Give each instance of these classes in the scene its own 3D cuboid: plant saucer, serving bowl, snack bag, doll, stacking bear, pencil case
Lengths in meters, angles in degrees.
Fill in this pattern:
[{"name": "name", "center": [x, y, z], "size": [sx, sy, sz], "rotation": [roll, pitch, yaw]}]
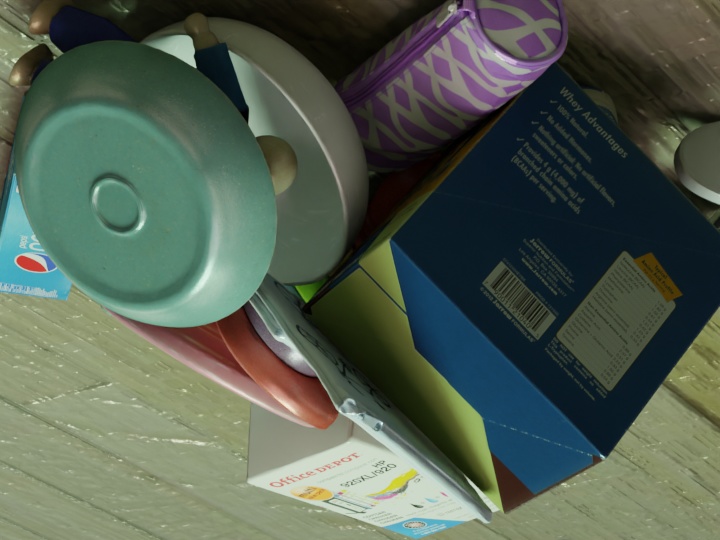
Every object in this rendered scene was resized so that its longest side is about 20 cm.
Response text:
[{"name": "plant saucer", "center": [-0.109, 0.053, 1.776], "size": [0.200, 0.051, 0.201], "rotation": [31, 180, 0]}, {"name": "serving bowl", "center": [-0.068, -0.090, 1.528], "size": [0.200, 0.066, 0.201], "rotation": [28, 141, 26]}, {"name": "snack bag", "center": [-0.003, 0.079, 1.502], "size": [0.021, 0.200, 0.189], "rotation": [-44, 133, 4]}, {"name": "plant saucer", "center": [-0.148, -0.047, 1.449], "size": [0.199, 0.036, 0.201], "rotation": [13, 121, 24]}, {"name": "doll", "center": [-0.128, -0.108, 1.461], "size": [0.200, 0.048, 0.137], "rotation": [31, 114, 13]}, {"name": "stacking bear", "center": [0.000, 0.000, 1.643], "size": [0.200, 0.122, 0.114], "rotation": [-41, 132, 19]}, {"name": "pencil case", "center": [0.054, -0.132, 1.484], "size": [0.085, 0.084, 0.200], "rotation": [-1, 159, -31]}]

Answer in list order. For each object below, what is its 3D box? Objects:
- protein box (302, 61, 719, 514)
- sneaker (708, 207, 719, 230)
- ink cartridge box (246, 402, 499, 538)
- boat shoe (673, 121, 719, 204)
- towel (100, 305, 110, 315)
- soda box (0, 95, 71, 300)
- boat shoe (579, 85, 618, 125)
[{"name": "protein box", "center": [0.111, 0.011, 1.501], "size": [0.199, 0.200, 0.135], "rotation": [45, 146, -4]}, {"name": "sneaker", "center": [0.247, 0.006, 1.709], "size": [0.199, 0.078, 0.080], "rotation": [-24, 173, -19]}, {"name": "ink cartridge box", "center": [0.023, 0.126, 1.946], "size": [0.200, 0.145, 0.147], "rotation": [22, 148, -35]}, {"name": "boat shoe", "center": [0.314, -0.062, 1.644], "size": [0.199, 0.072, 0.068], "rotation": [2, 154, -18]}, {"name": "towel", "center": [-0.109, 0.008, 1.855], "size": [0.146, 0.022, 0.200], "rotation": [16, 150, -29]}, {"name": "soda box", "center": [-0.235, -0.051, 1.685], "size": [0.064, 0.068, 0.200], "rotation": [8, 153, -12]}, {"name": "boat shoe", "center": [0.172, -0.056, 1.648], "size": [0.072, 0.073, 0.200], "rotation": [-10, 152, 19]}]
